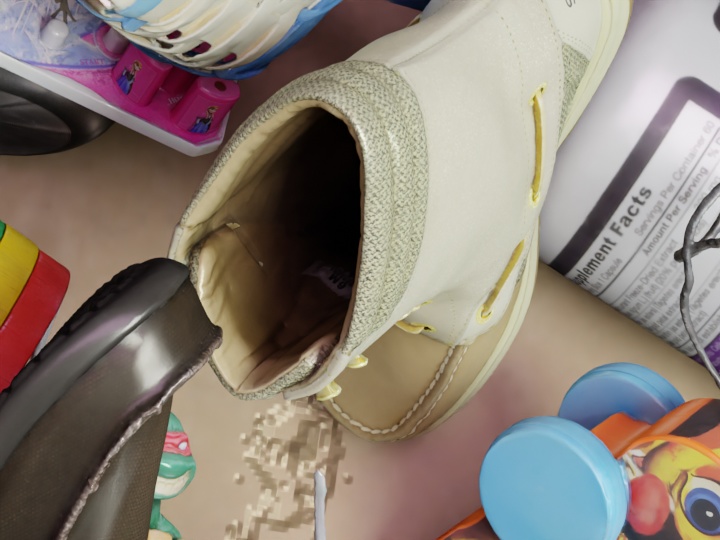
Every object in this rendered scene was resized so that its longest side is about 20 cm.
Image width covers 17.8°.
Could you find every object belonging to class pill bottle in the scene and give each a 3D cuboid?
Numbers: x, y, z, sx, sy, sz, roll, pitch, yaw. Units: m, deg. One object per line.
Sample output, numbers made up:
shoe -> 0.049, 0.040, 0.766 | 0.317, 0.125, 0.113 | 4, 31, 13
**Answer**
pill bottle -> 0.119, -0.030, 0.763 | 0.199, 0.111, 0.112 | 33, 77, 1

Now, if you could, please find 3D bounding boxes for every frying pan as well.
frying pan -> -0.164, -0.069, 0.736 | 0.189, 0.115, 0.031 | 9, 75, -5

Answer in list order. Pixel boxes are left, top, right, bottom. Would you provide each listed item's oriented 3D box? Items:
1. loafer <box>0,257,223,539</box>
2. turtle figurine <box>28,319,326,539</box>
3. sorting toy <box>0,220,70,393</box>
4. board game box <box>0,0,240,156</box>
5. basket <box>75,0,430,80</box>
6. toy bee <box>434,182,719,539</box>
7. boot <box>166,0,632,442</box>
loafer -> -0.085, 0.086, 0.618 | 0.071, 0.073, 0.201 | 32, 110, -1
turtle figurine -> -0.074, 0.116, 0.717 | 0.149, 0.101, 0.202 | 11, 87, -18
sorting toy -> -0.167, 0.055, 0.676 | 0.069, 0.199, 0.201 | 36, 77, -14
board game box -> -0.111, -0.153, 0.719 | 0.199, 0.026, 0.201 | 26, 47, -17
basket -> -0.047, -0.140, 0.650 | 0.176, 0.200, 0.139 | 44, 99, 3
toy bee -> 0.089, 0.079, 0.697 | 0.131, 0.200, 0.109 | -35, 75, -30
boot -> 0.000, 0.000, 0.676 | 0.072, 0.201, 0.155 | 32, 40, 14
